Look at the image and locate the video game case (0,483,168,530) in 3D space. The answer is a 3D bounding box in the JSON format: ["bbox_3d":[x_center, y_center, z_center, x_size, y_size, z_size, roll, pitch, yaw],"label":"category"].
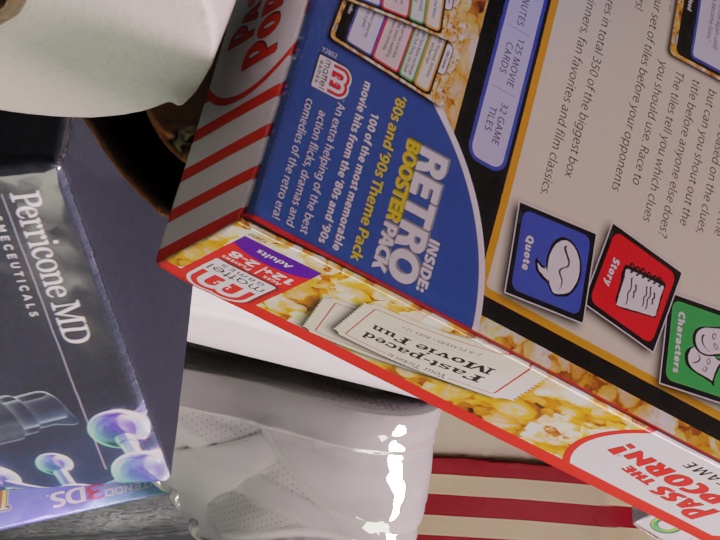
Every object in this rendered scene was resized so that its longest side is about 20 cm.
[{"bbox_3d":[-0.199,0.084,1.178,0.199,0.046,0.181,-11,-171,-18],"label":"video game case"}]

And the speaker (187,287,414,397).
[{"bbox_3d":[0.000,0.000,0.940,0.199,0.082,0.081,14,161,-13],"label":"speaker"}]

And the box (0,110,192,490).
[{"bbox_3d":[-0.163,-0.013,0.804,0.198,0.108,0.149,-5,138,8],"label":"box"}]

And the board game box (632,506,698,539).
[{"bbox_3d":[0.177,0.006,0.892,0.035,0.127,0.199,31,136,-34],"label":"board game box"}]

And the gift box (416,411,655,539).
[{"bbox_3d":[0.053,0.106,1.111,0.185,0.186,0.200,6,-175,-9],"label":"gift box"}]

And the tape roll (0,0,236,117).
[{"bbox_3d":[-0.120,-0.098,0.604,0.201,0.037,0.203,18,161,7],"label":"tape roll"}]

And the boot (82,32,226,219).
[{"bbox_3d":[0.040,-0.020,0.726,0.199,0.188,0.069,-13,146,-55],"label":"boot"}]

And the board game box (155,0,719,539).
[{"bbox_3d":[0.060,-0.030,0.673,0.199,0.152,0.046,28,153,-24],"label":"board game box"}]

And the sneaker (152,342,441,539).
[{"bbox_3d":[-0.064,0.085,1.009,0.199,0.116,0.073,15,-162,32],"label":"sneaker"}]
